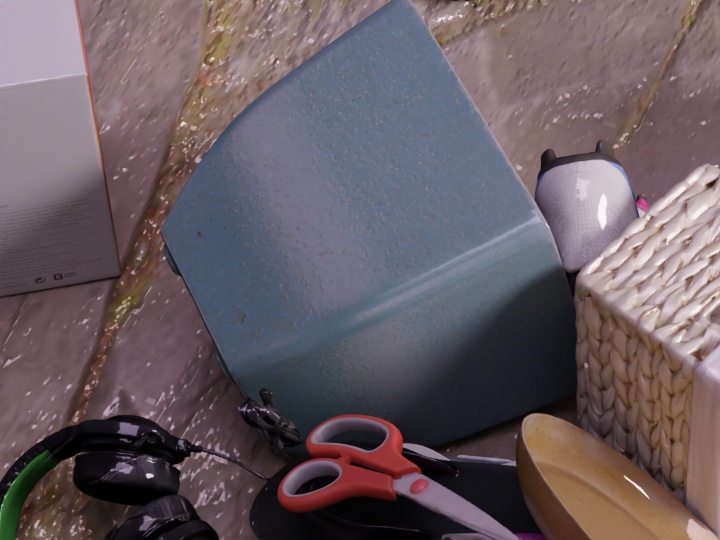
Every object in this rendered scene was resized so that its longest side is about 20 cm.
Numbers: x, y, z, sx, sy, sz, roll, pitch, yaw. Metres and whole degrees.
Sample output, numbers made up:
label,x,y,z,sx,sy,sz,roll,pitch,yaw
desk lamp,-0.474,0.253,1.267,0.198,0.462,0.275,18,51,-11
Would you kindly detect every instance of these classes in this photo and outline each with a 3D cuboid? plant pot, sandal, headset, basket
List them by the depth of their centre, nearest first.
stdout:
label,x,y,z,sx,sy,sz,roll,pitch,yaw
plant pot,0.152,0.153,1.278,0.028,0.200,0.200,-49,60,13
sandal,0.019,0.127,1.383,0.199,0.048,0.076,-2,61,32
headset,-0.127,0.131,1.402,0.199,0.094,0.124,-25,65,6
basket,0.203,0.058,1.402,0.135,0.201,0.123,-39,56,-24
plant pot,0.000,0.000,1.458,0.199,0.197,0.196,-29,57,-2

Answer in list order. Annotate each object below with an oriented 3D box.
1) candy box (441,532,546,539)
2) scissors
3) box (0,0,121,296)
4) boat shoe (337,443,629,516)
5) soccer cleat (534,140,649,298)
label,x,y,z,sx,sy,sz,roll,pitch,yaw
candy box,0.071,0.240,1.252,0.061,0.136,0.201,-1,90,1
scissors,0.030,0.110,1.322,0.199,0.014,0.073,2,40,48
box,-0.212,-0.095,1.517,0.097,0.200,0.125,-10,55,-5
boat shoe,0.066,0.142,1.426,0.199,0.062,0.073,-4,69,21
soccer cleat,0.141,-0.011,1.468,0.069,0.200,0.087,-8,75,13
